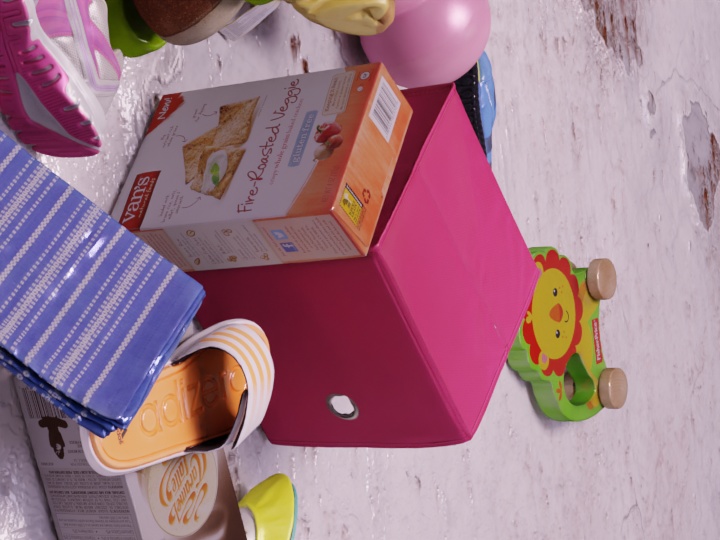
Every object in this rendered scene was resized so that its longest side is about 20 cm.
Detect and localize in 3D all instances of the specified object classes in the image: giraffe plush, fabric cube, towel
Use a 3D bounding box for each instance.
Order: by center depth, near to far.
[{"bbox_3d":[-0.200,-0.002,1.025,0.200,0.024,0.145,38,45,-9],"label":"towel"},{"bbox_3d":[0.000,0.000,1.298,0.200,0.195,0.201,63,38,-34],"label":"fabric cube"},{"bbox_3d":[-0.036,-0.293,1.322,0.173,0.198,0.163,47,30,-54],"label":"giraffe plush"}]

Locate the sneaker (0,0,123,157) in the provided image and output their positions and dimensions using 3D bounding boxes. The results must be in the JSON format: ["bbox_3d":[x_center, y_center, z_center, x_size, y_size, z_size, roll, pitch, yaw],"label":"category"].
[{"bbox_3d":[-0.218,-0.170,1.069,0.201,0.081,0.089,66,33,-44],"label":"sneaker"}]

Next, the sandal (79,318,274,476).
[{"bbox_3d":[-0.102,0.088,1.087,0.206,0.059,0.080,-27,108,-58],"label":"sandal"}]

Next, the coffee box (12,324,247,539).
[{"bbox_3d":[-0.152,0.144,1.132,0.114,0.079,0.202,-35,116,-55],"label":"coffee box"}]

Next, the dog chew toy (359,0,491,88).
[{"bbox_3d":[0.034,-0.262,1.471,0.201,0.124,0.125,55,42,-29],"label":"dog chew toy"}]

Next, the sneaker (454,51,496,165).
[{"bbox_3d":[0.109,-0.129,1.629,0.078,0.065,0.202,15,73,-62],"label":"sneaker"}]

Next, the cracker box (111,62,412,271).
[{"bbox_3d":[-0.074,-0.071,1.175,0.058,0.199,0.135,52,44,-42],"label":"cracker box"}]

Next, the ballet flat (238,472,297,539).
[{"bbox_3d":[-0.097,0.240,1.239,0.067,0.067,0.202,28,62,-32],"label":"ballet flat"}]

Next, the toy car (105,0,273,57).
[{"bbox_3d":[-0.149,-0.270,1.132,0.200,0.163,0.159,44,49,-33],"label":"toy car"}]

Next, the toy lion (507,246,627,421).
[{"bbox_3d":[0.215,0.071,1.799,0.191,0.068,0.202,-16,101,-52],"label":"toy lion"}]
